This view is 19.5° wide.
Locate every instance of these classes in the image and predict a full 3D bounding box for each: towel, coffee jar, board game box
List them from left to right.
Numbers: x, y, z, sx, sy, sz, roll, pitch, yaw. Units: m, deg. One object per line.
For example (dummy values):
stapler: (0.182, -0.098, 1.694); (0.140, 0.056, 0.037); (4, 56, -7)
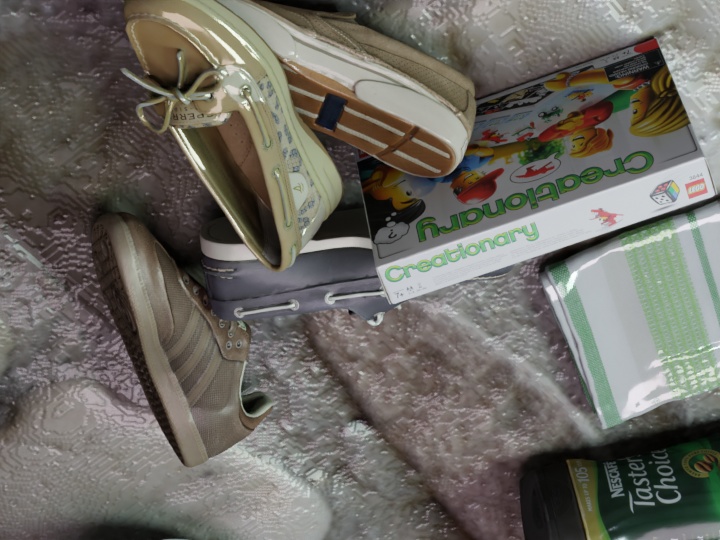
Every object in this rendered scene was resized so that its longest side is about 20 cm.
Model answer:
board game box: (0.099, -0.060, 1.244); (0.199, 0.126, 0.035); (-19, 129, 7)
coffee jar: (0.213, 0.171, 1.457); (0.199, 0.104, 0.086); (-12, 130, 0)
towel: (0.231, 0.022, 1.390); (0.199, 0.031, 0.149); (-20, 129, 7)

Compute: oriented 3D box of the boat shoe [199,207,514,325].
boat shoe: (0.000, 0.000, 1.304); (0.199, 0.073, 0.063); (-1, 112, -4)

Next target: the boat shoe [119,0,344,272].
boat shoe: (-0.076, -0.083, 1.197); (0.073, 0.063, 0.200); (0, 141, 40)

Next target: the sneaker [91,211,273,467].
sneaker: (-0.113, 0.033, 1.339); (0.075, 0.070, 0.200); (-27, 130, -15)

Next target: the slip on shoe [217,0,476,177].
slip on shoe: (-0.023, -0.124, 1.223); (0.199, 0.061, 0.076); (24, 151, -5)

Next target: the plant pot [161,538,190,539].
plant pot: (-0.158, 0.299, 1.467); (0.200, 0.201, 0.134); (34, 144, -29)
